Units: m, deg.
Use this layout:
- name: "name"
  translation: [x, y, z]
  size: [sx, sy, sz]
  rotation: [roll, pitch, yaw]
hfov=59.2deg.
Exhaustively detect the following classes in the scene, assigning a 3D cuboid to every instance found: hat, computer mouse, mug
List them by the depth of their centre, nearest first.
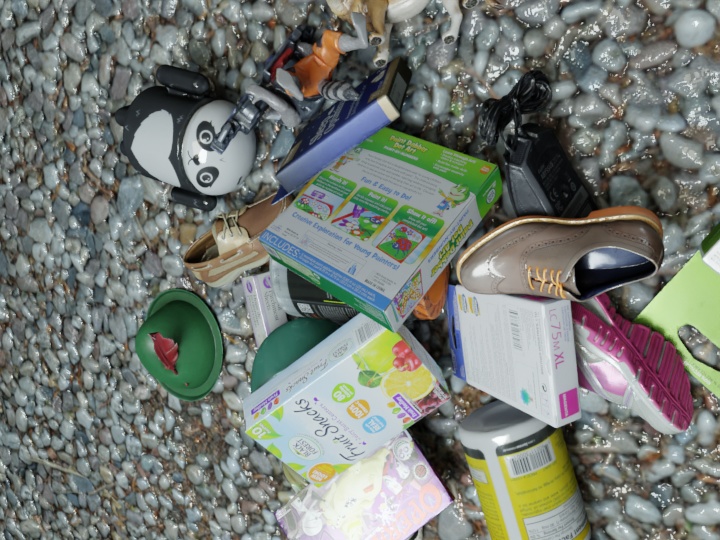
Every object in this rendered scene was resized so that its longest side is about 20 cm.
- name: "computer mouse"
  translation: [0.184, -0.092, 0.654]
  size: [0.052, 0.138, 0.204]
  rotation: [-19, 105, 49]
- name: "mug"
  translation: [-0.050, 0.142, 0.806]
  size: [0.180, 0.115, 0.155]
  rotation: [17, 116, -21]
- name: "hat"
  translation: [-0.307, 0.121, 0.906]
  size: [0.162, 0.175, 0.205]
  rotation: [27, 111, 20]

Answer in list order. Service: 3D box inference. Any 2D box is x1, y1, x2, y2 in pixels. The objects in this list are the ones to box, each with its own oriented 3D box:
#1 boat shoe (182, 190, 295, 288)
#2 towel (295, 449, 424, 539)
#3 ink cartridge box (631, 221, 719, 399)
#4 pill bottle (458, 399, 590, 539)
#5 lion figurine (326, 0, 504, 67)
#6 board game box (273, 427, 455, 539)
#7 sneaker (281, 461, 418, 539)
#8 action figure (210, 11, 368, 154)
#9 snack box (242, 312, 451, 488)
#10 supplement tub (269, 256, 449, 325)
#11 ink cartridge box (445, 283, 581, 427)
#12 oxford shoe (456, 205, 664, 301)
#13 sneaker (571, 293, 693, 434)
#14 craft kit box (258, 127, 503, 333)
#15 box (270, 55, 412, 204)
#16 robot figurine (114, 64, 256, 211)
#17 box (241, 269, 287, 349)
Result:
- name: "boat shoe"
  translation: [-0.164, -0.043, 0.846]
  size: [0.198, 0.071, 0.077]
  rotation: [-36, 49, 28]
- name: "towel"
  translation: [-0.004, 0.284, 0.862]
  size: [0.194, 0.034, 0.137]
  rotation: [8, 104, 26]
- name: "ink cartridge box"
  translation: [0.375, 0.031, 0.589]
  size: [0.147, 0.075, 0.202]
  rotation: [41, 114, 14]
- name: "pill bottle"
  translation: [0.190, 0.256, 0.710]
  size: [0.112, 0.114, 0.206]
  rotation: [-16, 93, 28]
- name: "lion figurine"
  translation: [0.055, -0.307, 0.699]
  size: [0.193, 0.073, 0.127]
  rotation: [-9, 69, 14]
- name: "board game box"
  translation: [0.002, 0.282, 0.758]
  size: [0.199, 0.032, 0.121]
  rotation: [-40, 76, 5]
- name: "sneaker"
  translation: [-0.007, 0.263, 0.811]
  size: [0.195, 0.077, 0.091]
  rotation: [19, 96, 15]
- name: "action figure"
  translation: [-0.078, -0.196, 0.733]
  size: [0.104, 0.193, 0.202]
  rotation: [38, 78, -15]
- name: "snack box"
  translation: [-0.014, 0.144, 0.712]
  size: [0.198, 0.053, 0.143]
  rotation: [-35, 124, 10]
- name: "supplement tub"
  translation: [0.000, 0.000, 0.753]
  size: [0.194, 0.122, 0.127]
  rotation: [5, 103, 27]
- name: "ink cartridge box"
  translation: [0.157, 0.078, 0.690]
  size: [0.199, 0.041, 0.124]
  rotation: [-169, 69, -67]
- name: "oxford shoe"
  translation: [0.177, -0.008, 0.591]
  size: [0.195, 0.073, 0.073]
  rotation: [-15, 116, 29]
- name: "sneaker"
  translation: [0.256, 0.092, 0.665]
  size: [0.200, 0.081, 0.089]
  rotation: [46, 144, 10]
- name: "craft kit box"
  translation: [0.019, -0.060, 0.680]
  size: [0.197, 0.049, 0.199]
  rotation: [28, 72, 37]
- name: "box"
  translation: [-0.031, -0.161, 0.740]
  size: [0.197, 0.123, 0.032]
  rotation: [-31, 115, 29]
- name: "robot figurine"
  translation: [-0.232, -0.172, 0.837]
  size: [0.195, 0.151, 0.128]
  rotation: [18, 72, 23]
- name: "box"
  translation: [-0.118, 0.104, 0.876]
  size: [0.038, 0.041, 0.207]
  rotation: [-6, 97, 53]
